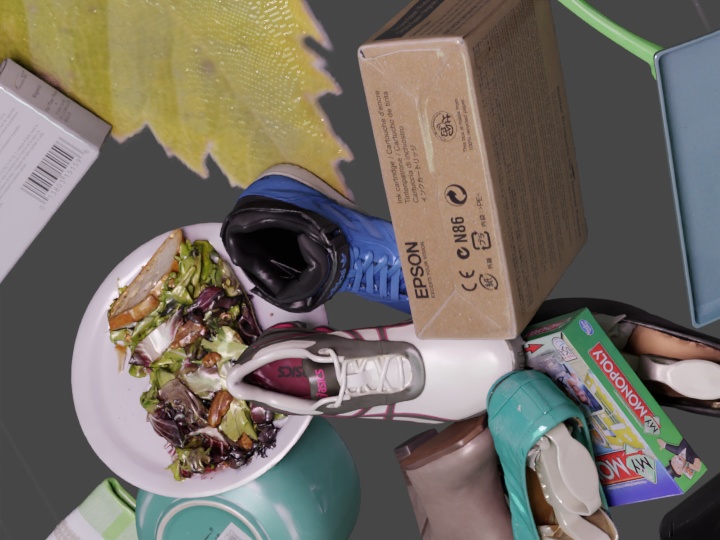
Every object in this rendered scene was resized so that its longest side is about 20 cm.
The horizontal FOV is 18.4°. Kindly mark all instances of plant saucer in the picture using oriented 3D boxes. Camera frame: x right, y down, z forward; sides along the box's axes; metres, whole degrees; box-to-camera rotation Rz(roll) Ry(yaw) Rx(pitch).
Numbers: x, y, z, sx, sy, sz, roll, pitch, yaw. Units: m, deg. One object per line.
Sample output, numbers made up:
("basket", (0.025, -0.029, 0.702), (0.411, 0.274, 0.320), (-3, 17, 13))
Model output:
("plant saucer", (0.227, -0.061, 1.424), (0.070, 0.019, 0.200), (-21, 119, -15))

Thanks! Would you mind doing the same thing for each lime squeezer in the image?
("lime squeezer", (0.199, -0.099, 1.438), (0.071, 0.038, 0.200), (-22, 107, 24))

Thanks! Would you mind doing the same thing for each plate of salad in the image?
("plate of salad", (-0.118, 0.060, 1.567), (0.200, 0.048, 0.200), (-6, 72, 18))

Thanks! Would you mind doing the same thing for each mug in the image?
("mug", (-0.090, 0.164, 1.621), (0.152, 0.114, 0.185), (-4, 112, 22))

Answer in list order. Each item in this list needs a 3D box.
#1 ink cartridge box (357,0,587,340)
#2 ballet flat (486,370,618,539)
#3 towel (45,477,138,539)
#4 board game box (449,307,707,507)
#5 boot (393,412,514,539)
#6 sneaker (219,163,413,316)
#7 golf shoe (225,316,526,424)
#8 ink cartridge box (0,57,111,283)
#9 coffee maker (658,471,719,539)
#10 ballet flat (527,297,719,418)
("ink cartridge box", (0.076, -0.078, 1.419), (0.075, 0.165, 0.200), (-3, 112, 24))
("ballet flat", (0.132, 0.153, 1.450), (0.067, 0.070, 0.200), (-31, 128, -13))
("towel", (-0.203, 0.272, 1.761), (0.149, 0.031, 0.200), (41, 120, -2))
("board game box", (0.131, 0.101, 1.502), (0.135, 0.029, 0.200), (53, 152, -7))
("boot", (0.086, 0.176, 1.538), (0.070, 0.200, 0.146), (-30, 90, -12))
("sneaker", (0.000, 0.001, 1.515), (0.200, 0.111, 0.077), (28, 120, 6))
("golf shoe", (0.010, 0.071, 1.458), (0.200, 0.088, 0.077), (-5, 96, 24))
("ink cartridge box", (-0.305, -0.076, 1.608), (0.174, 0.044, 0.200), (34, 121, -13))
("coffee maker", (0.288, 0.152, 1.464), (0.192, 0.135, 0.200), (40, 122, -4))
("ballet flat", (0.186, 0.057, 1.495), (0.200, 0.068, 0.068), (9, 92, 15))
